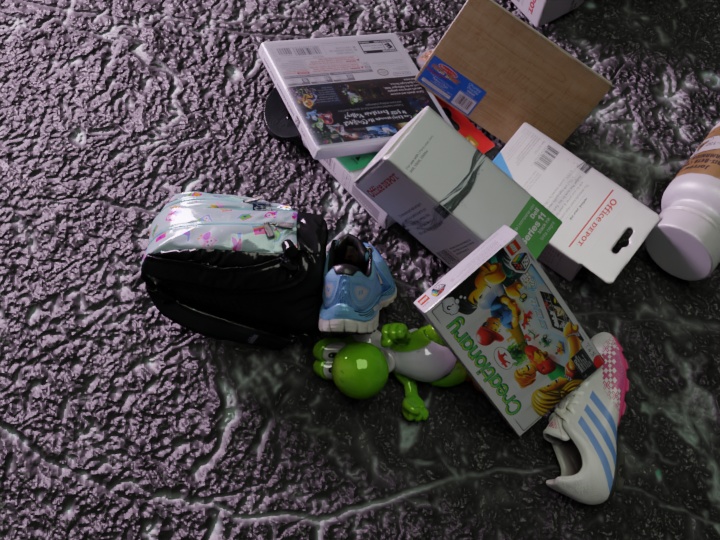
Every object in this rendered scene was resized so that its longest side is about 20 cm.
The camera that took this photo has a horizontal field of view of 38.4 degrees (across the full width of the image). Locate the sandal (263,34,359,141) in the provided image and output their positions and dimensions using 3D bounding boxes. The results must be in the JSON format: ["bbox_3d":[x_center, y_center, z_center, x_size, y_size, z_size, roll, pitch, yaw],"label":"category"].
[{"bbox_3d":[-0.055,-0.244,1.321,0.075,0.048,0.201,34,63,10],"label":"sandal"}]

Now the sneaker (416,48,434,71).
[{"bbox_3d":[0.163,-0.235,1.336,0.199,0.080,0.071,17,42,25],"label":"sneaker"}]

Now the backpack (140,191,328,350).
[{"bbox_3d":[-0.138,-0.007,1.140,0.199,0.167,0.127,6,44,1],"label":"backpack"}]

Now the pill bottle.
[{"bbox_3d":[0.436,-0.086,1.265,0.114,0.114,0.200,37,64,12],"label":"pill bottle"}]

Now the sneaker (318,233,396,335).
[{"bbox_3d":[0.000,0.000,1.134,0.078,0.090,0.200,2,18,4],"label":"sneaker"}]

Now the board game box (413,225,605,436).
[{"bbox_3d":[0.161,0.066,1.094,0.126,0.035,0.200,-40,117,-3],"label":"board game box"}]

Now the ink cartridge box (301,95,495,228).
[{"bbox_3d":[0.051,-0.168,1.297,0.200,0.050,0.161,-38,73,-21],"label":"ink cartridge box"}]

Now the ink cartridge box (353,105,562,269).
[{"bbox_3d":[0.105,-0.077,1.164,0.200,0.147,0.083,40,76,-7],"label":"ink cartridge box"}]

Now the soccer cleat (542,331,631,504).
[{"bbox_3d":[0.246,0.154,1.136,0.086,0.070,0.201,13,62,-11],"label":"soccer cleat"}]

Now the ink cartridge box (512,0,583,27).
[{"bbox_3d":[0.225,-0.455,1.404,0.083,0.147,0.200,-31,69,-18],"label":"ink cartridge box"}]

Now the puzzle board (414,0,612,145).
[{"bbox_3d":[0.185,-0.233,1.270,0.200,0.151,0.017,34,45,-4],"label":"puzzle board"}]

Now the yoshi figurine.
[{"bbox_3d":[0.049,0.102,1.123,0.199,0.112,0.113,-4,70,-6],"label":"yoshi figurine"}]

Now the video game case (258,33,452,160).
[{"bbox_3d":[-0.004,-0.220,1.284,0.199,0.023,0.182,-11,59,-29],"label":"video game case"}]

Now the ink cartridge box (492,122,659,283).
[{"bbox_3d":[0.243,-0.071,1.250,0.200,0.068,0.116,37,75,12],"label":"ink cartridge box"}]
